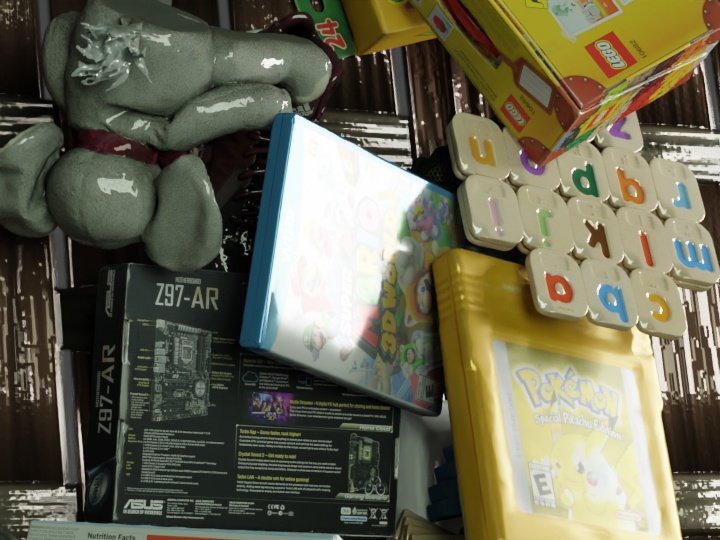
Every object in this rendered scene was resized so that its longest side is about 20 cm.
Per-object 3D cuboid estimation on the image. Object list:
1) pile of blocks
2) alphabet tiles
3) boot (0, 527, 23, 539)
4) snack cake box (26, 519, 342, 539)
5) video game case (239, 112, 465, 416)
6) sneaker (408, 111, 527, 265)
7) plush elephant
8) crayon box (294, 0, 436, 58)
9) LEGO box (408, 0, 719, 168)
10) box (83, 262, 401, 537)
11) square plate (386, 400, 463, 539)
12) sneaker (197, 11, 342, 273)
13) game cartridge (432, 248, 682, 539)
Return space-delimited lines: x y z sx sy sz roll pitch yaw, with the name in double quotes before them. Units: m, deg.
"pile of blocks" 0.075 0.157 1.752 0.082 0.062 0.200 27 65 -16
"alphabet tiles" 0.146 -0.044 1.815 0.200 0.015 0.196 11 52 -31
"boot" -0.191 0.225 1.576 0.070 0.200 0.132 38 75 -49
"snack cake box" -0.103 0.212 1.616 0.200 0.067 0.115 1 67 22
"video game case" 0.000 0.000 1.698 0.200 0.018 0.143 24 71 -53
"sneaker" 0.120 -0.053 1.859 0.199 0.076 0.114 0 81 -19
"plush elephant" -0.134 -0.080 1.670 0.165 0.200 0.155 23 107 15
"crayon box" 0.043 -0.222 1.890 0.200 0.051 0.127 -17 82 -27
"LEGO box" 0.122 -0.191 1.820 0.149 0.077 0.200 -30 77 -31
"box" -0.069 0.082 1.720 0.200 0.044 0.160 5 85 -30
"square plate" 0.110 0.184 1.811 0.198 0.028 0.200 7 72 -23
"sneaker" -0.059 -0.075 1.760 0.076 0.116 0.200 11 70 -22
"game cartridge" 0.127 0.095 1.754 0.176 0.032 0.200 13 61 -39
